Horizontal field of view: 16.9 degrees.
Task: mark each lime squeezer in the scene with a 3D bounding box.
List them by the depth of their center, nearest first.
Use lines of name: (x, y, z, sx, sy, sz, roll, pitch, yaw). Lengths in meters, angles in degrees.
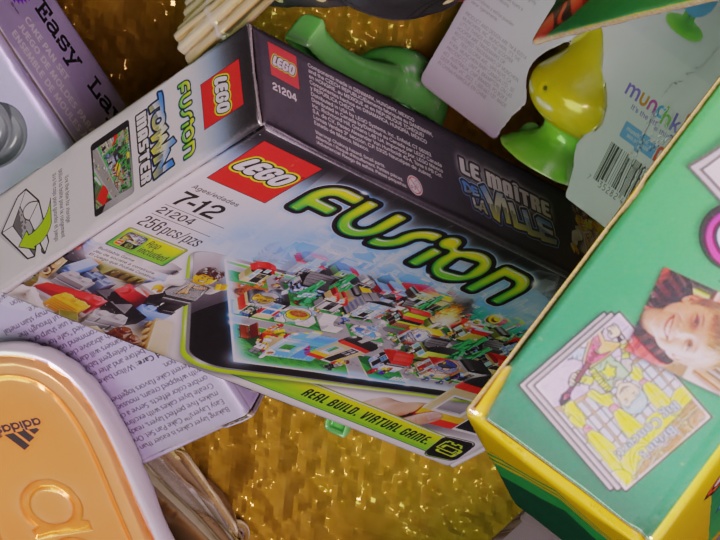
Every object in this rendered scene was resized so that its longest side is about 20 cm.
lime squeezer: (0.007, -0.027, 0.796, 0.038, 0.071, 0.200, 9, 142, 10)

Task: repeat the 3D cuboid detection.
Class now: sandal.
sandal: (-0.090, 0.121, 0.792, 0.079, 0.059, 0.207, -14, 117, 20)

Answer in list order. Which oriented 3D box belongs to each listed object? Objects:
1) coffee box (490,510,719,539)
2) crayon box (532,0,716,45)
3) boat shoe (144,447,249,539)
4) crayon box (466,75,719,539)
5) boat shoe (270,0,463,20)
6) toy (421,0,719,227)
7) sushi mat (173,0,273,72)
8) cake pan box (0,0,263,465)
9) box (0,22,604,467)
coffee box: (0.076, 0.184, 0.794, 0.080, 0.114, 0.201, 10, 110, 26)
crayon box: (0.101, -0.158, 0.595, 0.051, 0.200, 0.127, 34, 158, -26)
boat shoe: (-0.073, 0.099, 0.878, 0.074, 0.066, 0.200, -40, 81, 24)
crayon box: (0.113, -0.014, 0.624, 0.058, 0.173, 0.200, 36, 84, 14)
boat shoe: (0.019, -0.114, 0.730, 0.201, 0.074, 0.063, 9, 150, 47)
toy: (0.105, -0.114, 0.708, 0.115, 0.047, 0.200, 42, 109, 42)
sushi mat: (0.019, -0.140, 0.646, 0.012, 0.096, 0.200, 34, 128, -23)
cake pan box: (-0.155, 0.002, 0.803, 0.200, 0.052, 0.184, -26, 107, 25)
box: (0.000, 0.000, 0.737, 0.110, 0.200, 0.035, -31, 52, 34)
